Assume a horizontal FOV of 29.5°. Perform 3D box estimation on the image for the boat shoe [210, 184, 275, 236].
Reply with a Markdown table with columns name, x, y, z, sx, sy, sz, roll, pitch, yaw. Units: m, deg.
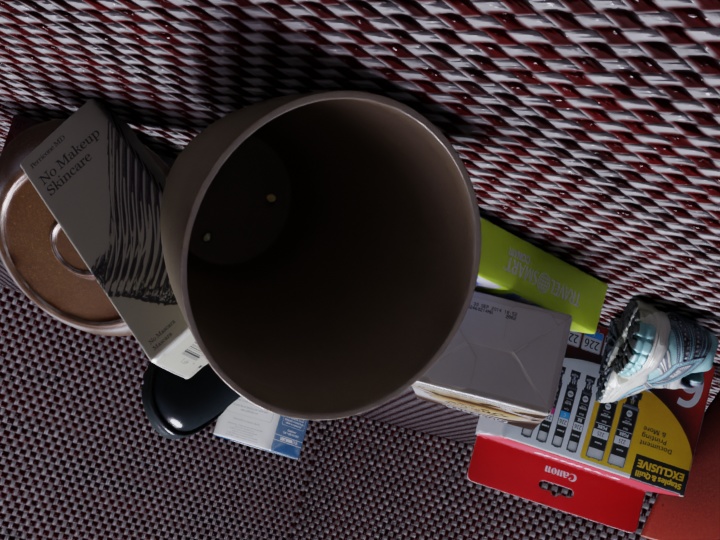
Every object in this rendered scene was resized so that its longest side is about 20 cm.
| name | x | y | z | sx | sy | sz | roll | pitch | yaw |
| --- | --- | --- | --- | --- | --- | --- | --- | --- | --- |
| boat shoe | -0.080 | -0.054 | 1.052 | 0.066 | 0.074 | 0.200 | 38 | -176 | 16 |

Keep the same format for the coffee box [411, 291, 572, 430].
| name | x | y | z | sx | sy | sz | roll | pitch | yaw |
| --- | --- | --- | --- | --- | --- | --- | --- | --- | --- |
| coffee box | 0.103 | 0.074 | 1.111 | 0.111 | 0.081 | 0.200 | 14 | 172 | 7 |

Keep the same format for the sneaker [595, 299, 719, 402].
| name | x | y | z | sx | sy | sz | roll | pitch | yaw |
| --- | --- | --- | --- | --- | --- | --- | --- | --- | --- |
| sneaker | 0.258 | 0.082 | 1.194 | 0.085 | 0.079 | 0.200 | 13 | 171 | 3 |

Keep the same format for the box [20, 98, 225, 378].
| name | x | y | z | sx | sy | sz | roll | pitch | yaw |
| --- | --- | --- | --- | --- | --- | --- | --- | --- | --- |
| box | -0.163 | -0.024 | 1.009 | 0.201 | 0.082 | 0.068 | 50 | -176 | 23 |

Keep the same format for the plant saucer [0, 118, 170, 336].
| name | x | y | z | sx | sy | sz | roll | pitch | yaw |
| --- | --- | --- | --- | --- | --- | --- | --- | --- | --- |
| plant saucer | -0.227 | -0.026 | 1.134 | 0.197 | 0.203 | 0.032 | 15 | -149 | 10 |

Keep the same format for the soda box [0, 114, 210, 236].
| name | x | y | z | sx | sy | sz | roll | pitch | yaw |
| --- | --- | --- | --- | --- | --- | --- | --- | --- | --- |
| soda box | -0.208 | -0.072 | 1.173 | 0.197 | 0.064 | 0.070 | 16 | 171 | 10 |

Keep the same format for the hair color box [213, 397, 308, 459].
| name | x | y | z | sx | sy | sz | roll | pitch | yaw |
| --- | --- | --- | --- | --- | --- | --- | --- | --- | --- |
| hair color box | -0.099 | 0.116 | 1.653 | 0.099 | 0.203 | 0.060 | 10 | 170 | 38 |

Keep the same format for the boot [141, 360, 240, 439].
| name | x | y | z | sx | sy | sz | roll | pitch | yaw |
| --- | --- | --- | --- | --- | --- | --- | --- | --- | --- |
| boot | -0.069 | 0.049 | 1.105 | 0.167 | 0.200 | 0.077 | -23 | 104 | 47 |

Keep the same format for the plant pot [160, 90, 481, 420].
| name | x | y | z | sx | sy | sz | roll | pitch | yaw |
| --- | --- | --- | --- | --- | --- | --- | --- | --- | --- |
| plant pot | -0.053 | -0.029 | 0.857 | 0.185 | 0.190 | 0.200 | 21 | -177 | -28 |

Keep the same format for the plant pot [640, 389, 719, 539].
| name | x | y | z | sx | sy | sz | roll | pitch | yaw |
| --- | --- | --- | --- | --- | --- | --- | --- | --- | --- |
| plant pot | 0.430 | 0.218 | 1.357 | 0.198 | 0.179 | 0.198 | 23 | 169 | -37 |

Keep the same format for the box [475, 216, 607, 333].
| name | x | y | z | sx | sy | sz | roll | pitch | yaw |
| --- | --- | --- | --- | --- | --- | --- | --- | --- | --- |
| box | 0.091 | -0.003 | 1.079 | 0.121 | 0.048 | 0.199 | 7 | 167 | 46 |

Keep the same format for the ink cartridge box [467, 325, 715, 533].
| name | x | y | z | sx | sy | sz | roll | pitch | yaw |
| --- | --- | --- | --- | --- | --- | --- | --- | --- | --- |
| ink cartridge box | 0.223 | 0.148 | 1.329 | 0.197 | 0.178 | 0.084 | 18 | 171 | -12 |
